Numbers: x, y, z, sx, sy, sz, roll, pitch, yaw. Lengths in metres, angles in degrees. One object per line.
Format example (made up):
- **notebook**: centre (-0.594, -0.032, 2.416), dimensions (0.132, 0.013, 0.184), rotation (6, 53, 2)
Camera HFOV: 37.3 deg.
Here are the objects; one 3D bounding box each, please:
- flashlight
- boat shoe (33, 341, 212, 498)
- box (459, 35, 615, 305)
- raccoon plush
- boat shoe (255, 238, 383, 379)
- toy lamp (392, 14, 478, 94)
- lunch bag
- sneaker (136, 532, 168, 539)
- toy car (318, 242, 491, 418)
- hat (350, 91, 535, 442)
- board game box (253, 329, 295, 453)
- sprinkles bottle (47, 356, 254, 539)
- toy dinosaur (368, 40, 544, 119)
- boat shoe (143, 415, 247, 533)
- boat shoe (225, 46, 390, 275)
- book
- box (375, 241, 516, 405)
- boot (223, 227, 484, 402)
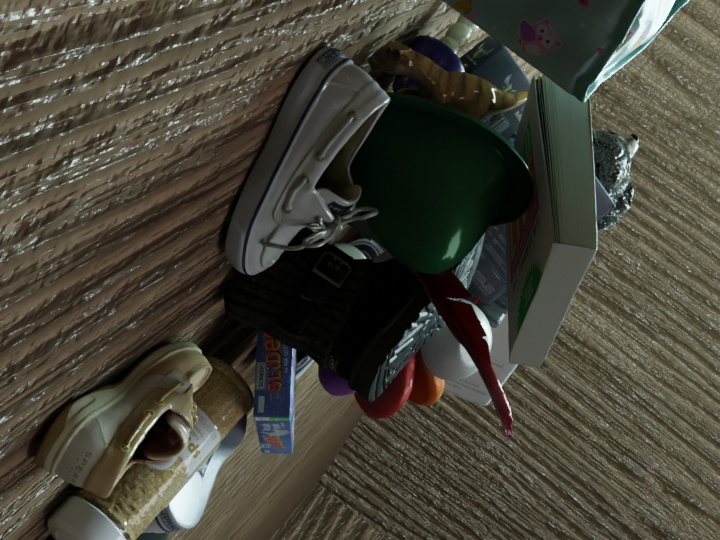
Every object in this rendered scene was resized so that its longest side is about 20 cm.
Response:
- **flashlight**: centre (0.079, -0.022, 1.125), dimensions (0.068, 0.199, 0.068), rotation (-53, 172, -10)
- **boat shoe**: centre (-0.159, 0.114, 0.797), dimensions (0.074, 0.069, 0.200), rotation (-57, 171, 24)
- **box**: centre (0.119, -0.089, 0.990), dimensions (0.157, 0.200, 0.051), rotation (-38, -155, 8)
- **raccoon plush**: centre (0.224, -0.066, 1.145), dimensions (0.201, 0.096, 0.134), rotation (-57, 164, 7)
- **boat shoe**: centre (-0.047, 0.047, 1.187), dimensions (0.200, 0.072, 0.068), rotation (-47, 174, 2)
- **toy lamp**: centre (0.098, -0.221, 0.926), dimensions (0.201, 0.058, 0.058), rotation (-54, 172, -15)
- **lunch bag**: centre (0.160, -0.237, 0.793), dimensions (0.200, 0.170, 0.122), rotation (-41, 164, -46)
- **sneaker**: centre (-0.257, 0.284, 0.967), dimensions (0.108, 0.067, 0.201), rotation (-54, 169, 12)
- **toy car**: centre (0.018, 0.068, 1.088), dimensions (0.175, 0.200, 0.151), rotation (11, -113, 56)
- **hat**: centre (0.032, -0.010, 0.788), dimensions (0.177, 0.199, 0.166), rotation (-67, 153, -23)
- **board game box**: centre (-0.080, 0.095, 1.035), dimensions (0.200, 0.034, 0.136), rotation (99, -8, -70)
- **sprinkles bottle**: centre (-0.176, 0.163, 0.916), dimensions (0.200, 0.068, 0.068), rotation (-49, 171, -34)
- **toy dinosaur**: centre (0.092, -0.136, 0.877), dimensions (0.199, 0.060, 0.107), rotation (3, 118, -40)
- **boat shoe**: centre (-0.168, 0.171, 1.025), dimensions (0.065, 0.074, 0.200), rotation (-16, -158, 23)
- **boat shoe**: centre (-0.029, -0.057, 0.769), dimensions (0.075, 0.086, 0.203), rotation (-42, 165, -53)
- **book**: centre (0.148, -0.042, 0.858), dimensions (0.201, 0.048, 0.134), rotation (-84, -174, -45)
- **box**: centre (0.113, 0.014, 1.314), dimensions (0.200, 0.199, 0.172), rotation (-76, -168, -50)
- **boot**: centre (0.000, -0.001, 0.920), dimensions (0.211, 0.157, 0.080), rotation (-44, 157, -36)
